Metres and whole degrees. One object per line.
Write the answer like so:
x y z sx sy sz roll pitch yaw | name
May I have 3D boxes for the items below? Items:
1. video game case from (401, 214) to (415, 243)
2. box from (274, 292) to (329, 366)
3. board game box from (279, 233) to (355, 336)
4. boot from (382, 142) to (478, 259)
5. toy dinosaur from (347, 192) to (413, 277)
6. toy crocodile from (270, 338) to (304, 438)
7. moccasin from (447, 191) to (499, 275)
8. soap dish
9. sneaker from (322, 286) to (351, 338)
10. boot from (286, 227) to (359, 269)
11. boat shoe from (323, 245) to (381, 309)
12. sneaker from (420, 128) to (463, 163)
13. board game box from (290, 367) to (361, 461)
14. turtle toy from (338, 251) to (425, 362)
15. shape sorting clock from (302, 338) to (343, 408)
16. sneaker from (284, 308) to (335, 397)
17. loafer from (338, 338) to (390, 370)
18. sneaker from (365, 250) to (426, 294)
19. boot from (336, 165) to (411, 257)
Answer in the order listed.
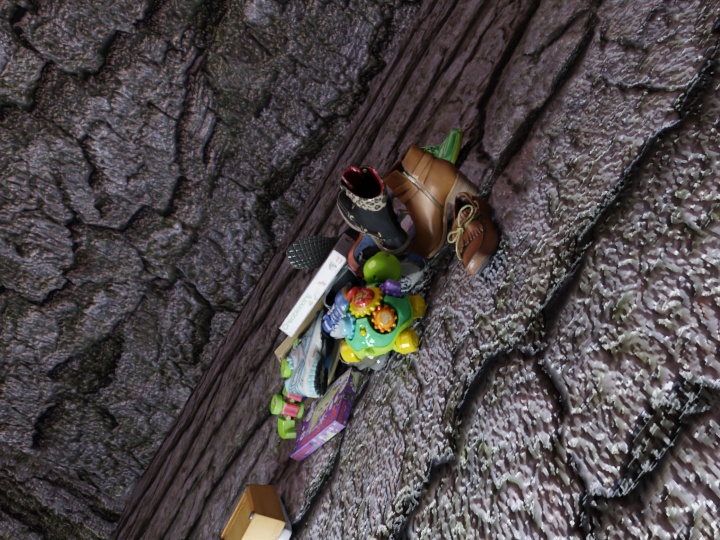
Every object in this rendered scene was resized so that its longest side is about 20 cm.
0.096 -0.058 1.566 0.202 0.023 0.183 -54 14 22 | video game case
-0.107 0.132 1.672 0.201 0.021 0.164 -49 -16 -15 | box
-0.085 0.028 1.527 0.202 0.034 0.127 -54 4 18 | board game box
0.101 -0.117 1.378 0.201 0.153 0.077 -52 15 28 | boot
0.031 -0.073 1.493 0.180 0.106 0.199 -37 35 -13 | toy dinosaur
-0.136 0.243 1.566 0.061 0.066 0.206 3 78 69 | toy crocodile
0.170 -0.064 1.173 0.074 0.077 0.204 -50 17 34 | moccasin
-0.200 0.490 1.392 0.160 0.080 0.200 -61 12 -4 | soap dish
-0.033 0.095 1.457 0.086 0.077 0.200 -25 -19 -1 | sneaker
-0.074 -0.030 1.660 0.131 0.195 0.069 126 125 -66 | boot
-0.002 -0.002 1.515 0.199 0.074 0.068 -42 -10 2 | boat shoe
0.146 -0.228 1.600 0.200 0.082 0.075 -46 18 44 | sneaker
-0.069 0.279 1.462 0.200 0.032 0.122 -46 23 46 | board game box
0.030 0.060 1.282 0.142 0.102 0.203 -13 39 28 | turtle toy
-0.079 0.201 1.631 0.202 0.038 0.201 -59 14 24 | shape sorting clock
-0.106 0.160 1.523 0.084 0.079 0.203 -6 45 18 | sneaker
-0.003 0.140 1.413 0.077 0.069 0.199 -63 13 -15 | loafer
0.064 0.038 1.405 0.201 0.075 0.087 125 158 -54 | sneaker
0.005 -0.125 1.345 0.072 0.152 0.200 -35 50 -7 | boot
